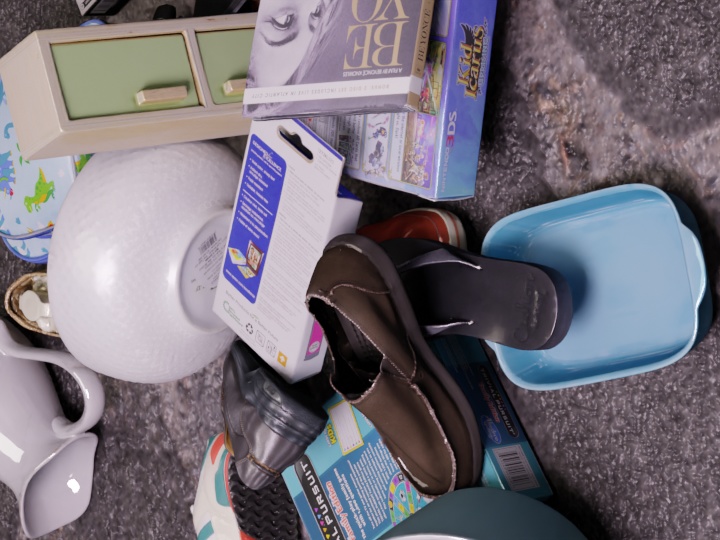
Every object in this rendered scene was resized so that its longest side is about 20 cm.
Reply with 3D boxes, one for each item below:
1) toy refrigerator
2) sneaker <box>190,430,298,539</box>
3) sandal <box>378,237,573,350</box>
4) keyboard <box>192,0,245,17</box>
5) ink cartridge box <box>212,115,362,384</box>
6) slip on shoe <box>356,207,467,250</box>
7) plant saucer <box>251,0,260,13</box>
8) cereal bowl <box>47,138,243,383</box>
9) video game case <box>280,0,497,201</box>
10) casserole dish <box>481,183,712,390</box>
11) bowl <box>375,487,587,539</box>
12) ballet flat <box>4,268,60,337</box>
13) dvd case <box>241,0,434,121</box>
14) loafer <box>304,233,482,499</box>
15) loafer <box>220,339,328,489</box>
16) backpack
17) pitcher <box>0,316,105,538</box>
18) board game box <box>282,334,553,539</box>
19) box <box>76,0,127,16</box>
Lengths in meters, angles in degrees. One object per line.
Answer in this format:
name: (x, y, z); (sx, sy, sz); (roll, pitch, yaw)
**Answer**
toy refrigerator: (-0.147, -0.133, 1.570); (0.070, 0.199, 0.076); (-26, 77, 52)
sneaker: (-0.093, 0.220, 1.732); (0.093, 0.070, 0.201); (15, 108, 63)
sandal: (0.054, 0.015, 1.499); (0.199, 0.043, 0.077); (-1, 90, 44)
keyboard: (-0.091, -0.239, 1.647); (0.200, 0.020, 0.128); (151, 129, -69)
ink cartridge box: (-0.050, -0.026, 1.549); (0.095, 0.037, 0.201); (41, 136, 32)
slip on shoe: (0.000, 0.000, 1.603); (0.199, 0.061, 0.075); (-12, 84, 45)
plant saucer: (0.001, -0.196, 1.580); (0.199, 0.037, 0.202); (5, 97, 44)
cereal bowl: (-0.134, -0.007, 1.647); (0.083, 0.199, 0.202); (17, 107, 37)
video game case: (0.012, -0.164, 1.514); (0.181, 0.045, 0.202); (18, 106, 44)
casserole dish: (0.158, 0.011, 1.455); (0.199, 0.039, 0.122); (-15, 83, 45)
bowl: (0.087, 0.223, 1.473); (0.199, 0.105, 0.202); (13, 128, 17)
ballet flat: (-0.227, 0.035, 1.842); (0.199, 0.065, 0.071); (2, 95, 46)
dvd case: (-0.007, -0.200, 1.464); (0.148, 0.016, 0.202); (0, 77, 41)
loafer: (0.013, 0.076, 1.483); (0.073, 0.071, 0.201); (-12, 111, 47)
loafer: (-0.079, 0.104, 1.629); (0.073, 0.073, 0.200); (-56, 11, 3)
backpack: (-0.230, -0.097, 1.773); (0.199, 0.146, 0.184); (-23, 75, 49)
pitcher: (-0.302, 0.102, 1.893); (0.200, 0.121, 0.172); (43, 124, 24)
board game box: (0.033, 0.144, 1.593); (0.200, 0.047, 0.152); (-43, 62, 40)
box: (-0.178, -0.303, 1.775); (0.200, 0.035, 0.111); (-37, 68, 42)
